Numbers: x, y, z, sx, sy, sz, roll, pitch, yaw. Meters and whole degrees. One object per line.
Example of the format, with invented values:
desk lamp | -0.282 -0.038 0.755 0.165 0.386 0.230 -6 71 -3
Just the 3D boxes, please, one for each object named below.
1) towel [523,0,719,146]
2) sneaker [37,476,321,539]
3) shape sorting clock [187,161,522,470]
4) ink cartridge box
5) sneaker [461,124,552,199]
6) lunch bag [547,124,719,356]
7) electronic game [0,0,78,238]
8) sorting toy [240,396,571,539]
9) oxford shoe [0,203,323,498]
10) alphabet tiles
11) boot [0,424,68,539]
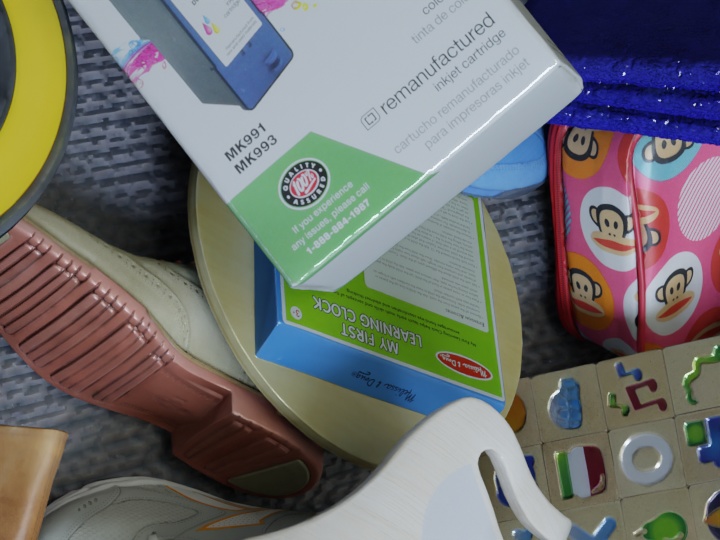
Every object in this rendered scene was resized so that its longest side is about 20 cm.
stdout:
towel | 0.153 -0.119 1.029 0.200 0.147 0.050 -53 141 -53
sneaker | -0.050 0.131 0.940 0.200 0.092 0.076 6 83 -33
shape sorting clock | 0.000 0.000 0.988 0.200 0.039 0.200 27 47 -32
ink cartridge box | -0.026 -0.112 0.893 0.145 0.087 0.200 -39 80 9
sneaker | 0.037 -0.096 1.004 0.200 0.078 0.066 26 37 -38
lunch bag | 0.189 -0.036 1.099 0.200 0.082 0.177 -25 123 -31
electronic game | -0.209 -0.090 0.859 0.199 0.042 0.201 10 68 -26
sorting toy | 0.024 0.154 0.893 0.180 0.107 0.200 -56 138 -20
oxford shoe | -0.093 0.023 0.947 0.200 0.071 0.074 40 45 -27
alphabet tiles | 0.125 0.125 1.003 0.006 0.199 0.167 21 58 -67
boot | -0.144 0.163 0.851 0.068 0.188 0.201 41 59 -67
